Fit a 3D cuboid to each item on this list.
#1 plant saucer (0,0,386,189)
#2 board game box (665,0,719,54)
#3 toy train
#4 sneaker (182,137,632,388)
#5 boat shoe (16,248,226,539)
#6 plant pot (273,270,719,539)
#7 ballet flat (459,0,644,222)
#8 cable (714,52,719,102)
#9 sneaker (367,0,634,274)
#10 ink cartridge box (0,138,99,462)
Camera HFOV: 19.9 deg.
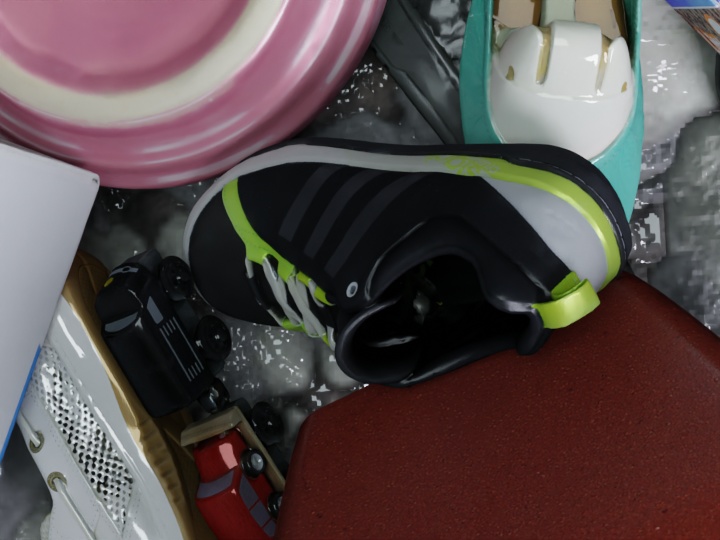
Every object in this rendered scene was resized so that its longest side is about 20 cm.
[{"bbox_3d":[-0.088,-0.130,0.769,0.200,0.051,0.201,1,96,13],"label":"plant saucer"},{"bbox_3d":[0.230,-0.095,0.731,0.200,0.097,0.159,44,94,-6],"label":"board game box"},{"bbox_3d":[-0.040,0.083,0.782,0.034,0.046,0.200,-23,104,36],"label":"toy train"},{"bbox_3d":[0.000,0.000,0.721,0.200,0.083,0.072,-7,125,41],"label":"sneaker"},{"bbox_3d":[-0.092,0.093,0.803,0.069,0.071,0.200,-29,84,15],"label":"boat shoe"},{"bbox_3d":[0.079,0.120,0.704,0.200,0.200,0.176,-26,41,7],"label":"plant pot"},{"bbox_3d":[0.070,-0.098,0.726,0.067,0.070,0.200,2,87,1],"label":"ballet flat"},{"bbox_3d":[0.147,-0.146,0.800,0.097,0.050,0.200,-26,98,-9],"label":"cable"},{"bbox_3d":[0.069,-0.087,0.787,0.104,0.060,0.200,-38,81,9],"label":"sneaker"},{"bbox_3d":[-0.219,-0.003,0.779,0.200,0.084,0.146,19,91,26],"label":"ink cartridge box"}]
